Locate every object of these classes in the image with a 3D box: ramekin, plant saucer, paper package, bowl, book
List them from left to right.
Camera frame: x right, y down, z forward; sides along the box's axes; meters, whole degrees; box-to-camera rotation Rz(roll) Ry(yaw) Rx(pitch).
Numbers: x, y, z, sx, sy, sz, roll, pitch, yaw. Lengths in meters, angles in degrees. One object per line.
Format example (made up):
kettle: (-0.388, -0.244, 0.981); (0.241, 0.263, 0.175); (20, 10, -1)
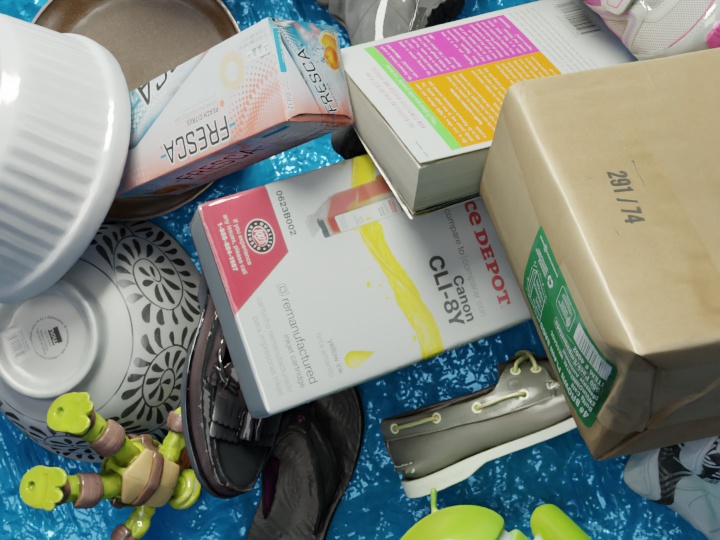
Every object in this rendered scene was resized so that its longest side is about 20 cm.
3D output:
ramekin: (-0.261, -0.087, 0.771); (0.201, 0.094, 0.204); (-16, 64, 35)
bowl: (-0.220, 0.049, 0.831); (0.199, 0.094, 0.203); (-1, 87, 11)
plant saucer: (-0.177, -0.138, 0.861); (0.198, 0.032, 0.202); (0, 89, 11)
book: (0.093, -0.121, 0.731); (0.199, 0.048, 0.134); (-17, 53, -20)
paper package: (0.184, -0.019, 0.611); (0.189, 0.104, 0.201); (-11, 52, -9)

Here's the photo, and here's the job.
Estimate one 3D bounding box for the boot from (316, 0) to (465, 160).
boot: (-0.005, -0.187, 0.817); (0.131, 0.070, 0.201); (26, 82, 14)

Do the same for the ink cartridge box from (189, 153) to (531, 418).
ink cartridge box: (0.000, 0.000, 0.756); (0.199, 0.083, 0.146); (-18, 85, -16)

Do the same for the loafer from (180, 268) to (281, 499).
loafer: (-0.084, 0.061, 0.792); (0.063, 0.072, 0.202); (-15, 67, 43)

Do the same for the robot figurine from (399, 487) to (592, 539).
robot figurine: (0.096, 0.246, 0.749); (0.200, 0.116, 0.176); (42, 88, 8)

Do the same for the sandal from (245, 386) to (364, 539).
sandal: (-0.046, 0.161, 0.816); (0.075, 0.048, 0.202); (12, 90, 11)

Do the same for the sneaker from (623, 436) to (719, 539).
sneaker: (0.252, 0.130, 0.693); (0.115, 0.200, 0.075); (36, 69, 4)

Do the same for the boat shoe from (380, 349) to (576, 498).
boat shoe: (0.108, 0.093, 0.776); (0.201, 0.072, 0.061); (-28, 88, 13)

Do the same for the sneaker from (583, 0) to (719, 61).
sneaker: (0.172, -0.195, 0.713); (0.082, 0.088, 0.200); (-52, 36, 16)

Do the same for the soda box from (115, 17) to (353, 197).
soda box: (-0.098, -0.105, 0.749); (0.199, 0.063, 0.069); (-16, 84, 42)

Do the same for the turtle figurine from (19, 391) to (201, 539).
turtle figurine: (-0.161, 0.139, 0.801); (0.064, 0.161, 0.201); (26, 84, 40)
